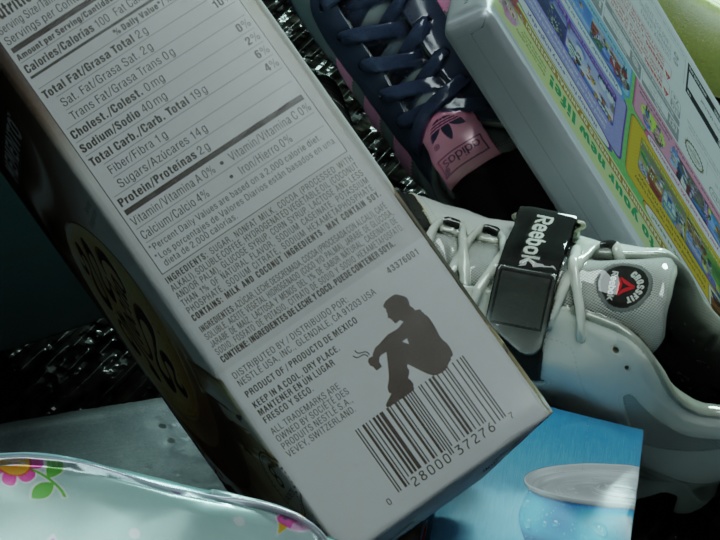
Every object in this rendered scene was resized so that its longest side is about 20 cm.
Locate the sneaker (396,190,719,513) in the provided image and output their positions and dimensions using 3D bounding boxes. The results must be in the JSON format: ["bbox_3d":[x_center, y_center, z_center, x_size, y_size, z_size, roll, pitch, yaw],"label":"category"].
[{"bbox_3d":[0.065,0.009,1.005,0.199,0.089,0.074,25,54,-16],"label":"sneaker"}]

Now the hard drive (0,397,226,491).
[{"bbox_3d":[-0.116,0.106,0.928,0.199,0.033,0.140,-9,41,-27],"label":"hard drive"}]

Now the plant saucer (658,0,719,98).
[{"bbox_3d":[0.202,-0.136,1.362,0.199,0.031,0.200,8,35,-6],"label":"plant saucer"}]

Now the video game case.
[{"bbox_3d":[0.098,-0.063,1.119,0.022,0.200,0.182,-23,28,23],"label":"video game case"}]

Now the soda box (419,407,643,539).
[{"bbox_3d":[0.046,0.126,0.927,0.068,0.064,0.200,14,36,1],"label":"soda box"}]

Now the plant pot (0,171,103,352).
[{"bbox_3d":[-0.154,-0.051,1.028,0.199,0.142,0.142,-1,51,-26],"label":"plant pot"}]

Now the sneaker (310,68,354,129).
[{"bbox_3d":[0.000,0.000,1.087,0.090,0.067,0.200,9,39,-11],"label":"sneaker"}]

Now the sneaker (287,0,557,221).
[{"bbox_3d":[0.033,-0.070,1.104,0.200,0.070,0.082,48,17,-7],"label":"sneaker"}]

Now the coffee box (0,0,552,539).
[{"bbox_3d":[-0.038,-0.007,0.887,0.080,0.113,0.200,-34,83,-13],"label":"coffee box"}]

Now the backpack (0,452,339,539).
[{"bbox_3d":[-0.101,0.136,0.774,0.199,0.153,0.176,10,62,0],"label":"backpack"}]
